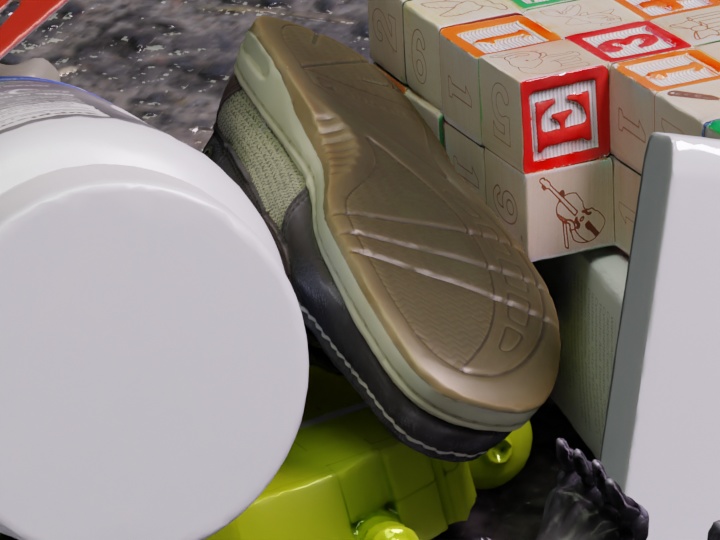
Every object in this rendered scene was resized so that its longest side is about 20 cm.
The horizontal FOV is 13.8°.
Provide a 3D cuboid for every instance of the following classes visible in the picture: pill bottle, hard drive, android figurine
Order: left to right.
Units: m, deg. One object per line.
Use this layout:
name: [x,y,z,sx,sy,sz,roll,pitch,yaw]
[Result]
pill bottle: [-0.082,0.011,0.813,0.114,0.114,0.200,-16,13,-12]
android figurine: [-0.039,0.064,0.880,0.182,0.041,0.200,-18,14,-15]
hard drive: [0.163,0.041,0.793,0.200,0.132,0.027,6,6,-15]

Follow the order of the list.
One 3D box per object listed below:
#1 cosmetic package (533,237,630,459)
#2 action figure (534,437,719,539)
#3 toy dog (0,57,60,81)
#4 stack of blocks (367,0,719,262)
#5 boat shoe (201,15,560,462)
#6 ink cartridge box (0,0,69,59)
cosmetic package: [0.116,0.022,0.902,0.101,0.074,0.200,-9,25,-11]
action figure: [-0.001,0.121,0.676,0.200,0.102,0.119,-42,47,-14]
toy dog: [-0.175,-0.012,0.989,0.194,0.140,0.200,-19,37,-15]
stack of blocks: [0.093,-0.044,0.891,0.115,0.059,0.200,-13,25,-20]
boat shoe: [-0.001,-0.001,0.862,0.072,0.066,0.201,17,26,-28]
ink cartridge box: [-0.158,-0.080,0.900,0.200,0.044,0.173,-43,24,-17]
